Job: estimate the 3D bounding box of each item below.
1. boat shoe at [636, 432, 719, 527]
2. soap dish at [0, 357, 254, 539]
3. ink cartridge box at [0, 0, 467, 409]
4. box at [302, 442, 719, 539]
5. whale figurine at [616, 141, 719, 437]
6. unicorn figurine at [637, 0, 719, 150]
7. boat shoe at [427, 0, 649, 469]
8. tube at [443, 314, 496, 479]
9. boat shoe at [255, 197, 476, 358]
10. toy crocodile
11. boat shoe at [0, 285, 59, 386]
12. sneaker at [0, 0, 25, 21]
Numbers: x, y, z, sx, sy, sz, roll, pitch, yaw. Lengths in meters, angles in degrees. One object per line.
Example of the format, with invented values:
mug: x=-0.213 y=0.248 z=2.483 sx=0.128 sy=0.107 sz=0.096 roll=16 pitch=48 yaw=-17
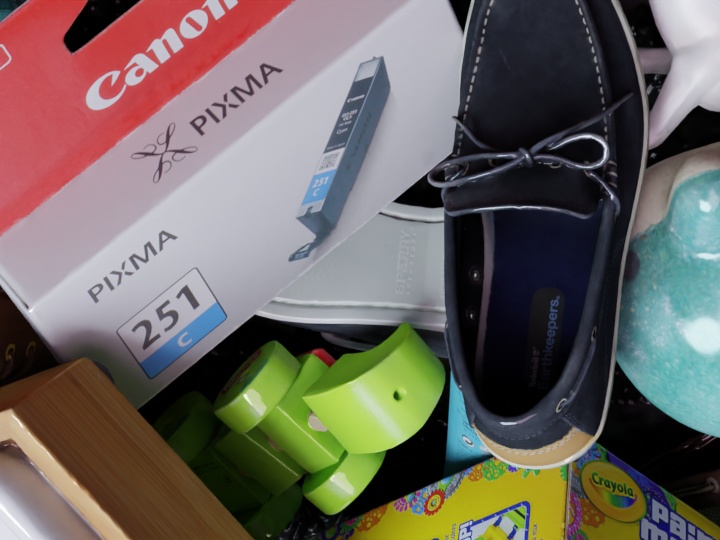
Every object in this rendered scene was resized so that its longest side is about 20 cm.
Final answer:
boat shoe: x=0.194 y=0.059 z=1.095 sx=0.202 sy=0.075 sz=0.075 roll=-40 pitch=100 yaw=22
soap dish: x=-0.107 y=0.129 z=1.018 sx=0.157 sy=0.081 sz=0.200 roll=-21 pitch=117 yaw=45
ink cartridge box: x=-0.056 y=-0.057 z=0.983 sx=0.200 sy=0.045 sz=0.176 roll=-40 pitch=145 yaw=-7
box: x=0.076 y=0.187 z=1.081 sx=0.192 sy=0.123 sz=0.200 roll=-27 pitch=132 yaw=37
whale figurine: x=0.181 y=-0.002 z=1.001 sx=0.158 sy=0.104 sz=0.199 roll=17 pitch=146 yaw=-40
unicorn figurine: x=0.130 y=-0.102 z=1.022 sx=0.136 sy=0.074 sz=0.201 roll=-15 pitch=116 yaw=18
boat shoe: x=0.065 y=-0.029 z=0.973 sx=0.074 sy=0.062 sz=0.202 roll=0 pitch=81 yaw=18
tube: x=0.065 y=0.079 z=1.093 sx=0.077 sy=0.051 sz=0.200 roll=8 pitch=150 yaw=7
boat shoe: x=0.000 y=0.000 z=1.090 sx=0.199 sy=0.076 sz=0.060 roll=16 pitch=161 yaw=6
toy crocodile: x=-0.037 y=0.068 z=1.101 sx=0.067 sy=0.062 sz=0.200 roll=42 pitch=148 yaw=-11
boat shoe: x=-0.168 y=0.027 z=1.076 sx=0.072 sy=0.068 sz=0.200 roll=-38 pitch=142 yaw=18
sneaker: x=-0.208 y=-0.043 z=1.075 sx=0.080 sy=0.072 sz=0.200 roll=10 pitch=129 yaw=-49
